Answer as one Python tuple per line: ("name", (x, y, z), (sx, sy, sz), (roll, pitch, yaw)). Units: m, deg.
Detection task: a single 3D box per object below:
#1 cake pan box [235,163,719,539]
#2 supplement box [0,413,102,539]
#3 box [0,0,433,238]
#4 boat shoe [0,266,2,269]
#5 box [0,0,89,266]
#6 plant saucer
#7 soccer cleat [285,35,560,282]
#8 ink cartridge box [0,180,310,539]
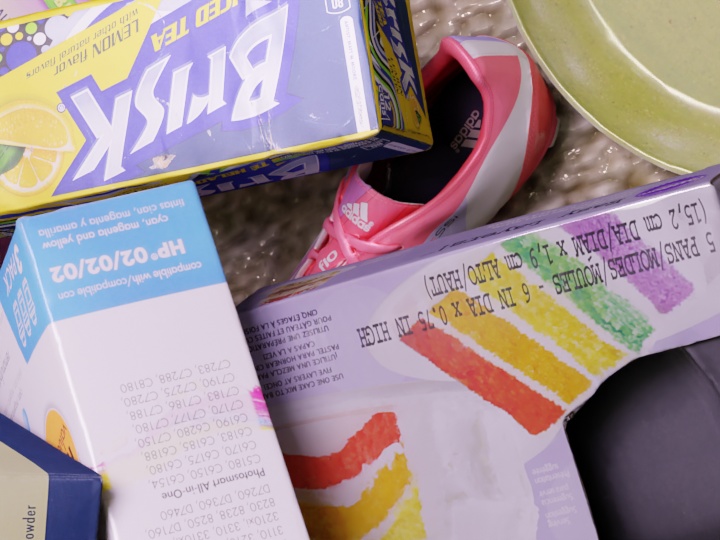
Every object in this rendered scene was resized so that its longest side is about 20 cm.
("cake pan box", (0.068, 0.075, 0.940), (0.199, 0.052, 0.186), (-14, 97, 22))
("supplement box", (-0.218, 0.111, 0.915), (0.200, 0.198, 0.135), (19, 104, 62))
("box", (-0.079, -0.059, 0.965), (0.199, 0.064, 0.071), (-11, 85, 19))
("boat shoe", (-0.101, 0.091, 1.046), (0.074, 0.066, 0.201), (-20, 85, 21))
("box", (-0.160, -0.095, 1.093), (0.200, 0.097, 0.176), (-48, 64, 12))
("plant saucer", (0.139, -0.130, 0.956), (0.199, 0.031, 0.202), (9, 107, 29))
("soccer cleat", (0.000, 0.000, 1.006), (0.067, 0.076, 0.201), (39, 98, 27))
("ink cartridge box", (-0.069, 0.087, 0.939), (0.067, 0.115, 0.201), (-13, 73, -19))
